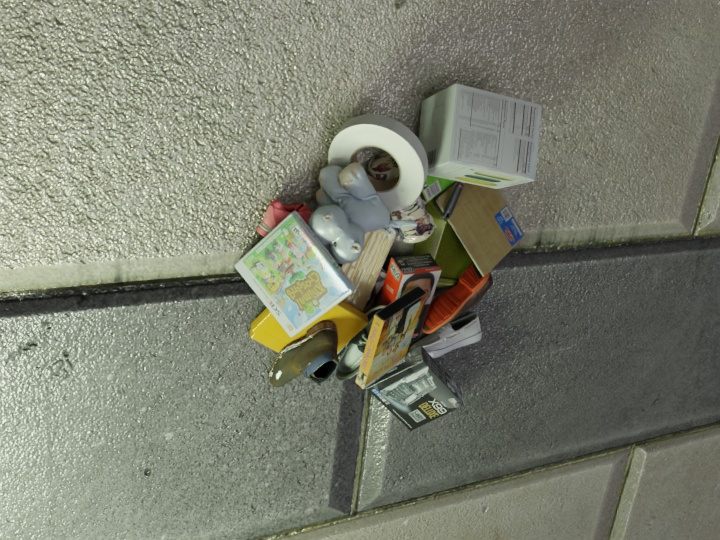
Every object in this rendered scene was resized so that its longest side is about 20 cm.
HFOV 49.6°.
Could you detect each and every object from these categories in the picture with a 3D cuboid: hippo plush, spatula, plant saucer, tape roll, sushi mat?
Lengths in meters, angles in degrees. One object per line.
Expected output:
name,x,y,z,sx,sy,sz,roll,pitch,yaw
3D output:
hippo plush,-0.031,-0.084,1.488,0.200,0.158,0.162,45,56,-19
spatula,0.214,-0.201,1.649,0.056,0.020,0.204,23,86,-35
plant saucer,0.213,-0.044,1.746,0.196,0.048,0.204,6,109,-32
tape roll,0.034,-0.203,1.496,0.205,0.198,0.037,63,36,-33
sushi mat,0.000,0.000,1.622,0.094,0.012,0.204,17,101,-34

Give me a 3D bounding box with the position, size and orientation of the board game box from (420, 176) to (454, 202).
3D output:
board game box,0.197,-0.242,1.659,0.198,0.030,0.097,-36,125,-8

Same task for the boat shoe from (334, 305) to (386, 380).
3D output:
boat shoe,0.009,0.160,1.669,0.075,0.061,0.202,29,120,-8

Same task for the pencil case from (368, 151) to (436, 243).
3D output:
pencil case,0.091,-0.152,1.608,0.088,0.078,0.202,-25,123,4

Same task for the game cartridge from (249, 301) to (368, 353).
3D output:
game cartridge,-0.108,0.113,1.613,0.198,0.033,0.176,33,115,-34

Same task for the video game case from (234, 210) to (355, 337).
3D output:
video game case,-0.127,0.012,1.473,0.199,0.022,0.183,-36,95,38

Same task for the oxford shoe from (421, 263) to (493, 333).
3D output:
oxford shoe,0.221,0.076,1.742,0.199,0.071,0.073,-42,136,4

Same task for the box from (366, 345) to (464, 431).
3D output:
box,0.127,0.275,1.801,0.155,0.050,0.200,-27,128,21

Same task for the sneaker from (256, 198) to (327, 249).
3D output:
sneaker,-0.103,-0.085,1.533,0.196,0.074,0.089,13,104,-33

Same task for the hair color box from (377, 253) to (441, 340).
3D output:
hair color box,0.097,0.064,1.690,0.099,0.062,0.203,-7,131,-26

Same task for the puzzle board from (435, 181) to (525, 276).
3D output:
puzzle board,0.263,-0.114,1.705,0.150,0.017,0.202,-40,104,-24

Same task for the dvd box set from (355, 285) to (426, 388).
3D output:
dvd box set,0.063,0.141,1.632,0.145,0.029,0.203,-29,146,-41

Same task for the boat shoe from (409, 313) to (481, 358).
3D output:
boat shoe,0.195,0.150,1.819,0.196,0.073,0.067,-18,109,-29

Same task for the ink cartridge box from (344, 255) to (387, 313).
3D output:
ink cartridge box,-0.030,0.063,1.664,0.099,0.039,0.202,31,95,-36

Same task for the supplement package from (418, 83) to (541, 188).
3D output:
supplement package,0.233,-0.261,1.550,0.195,0.151,0.155,8,86,-21

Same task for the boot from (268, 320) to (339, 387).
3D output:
boot,-0.118,0.198,1.596,0.074,0.098,0.200,29,117,-34
